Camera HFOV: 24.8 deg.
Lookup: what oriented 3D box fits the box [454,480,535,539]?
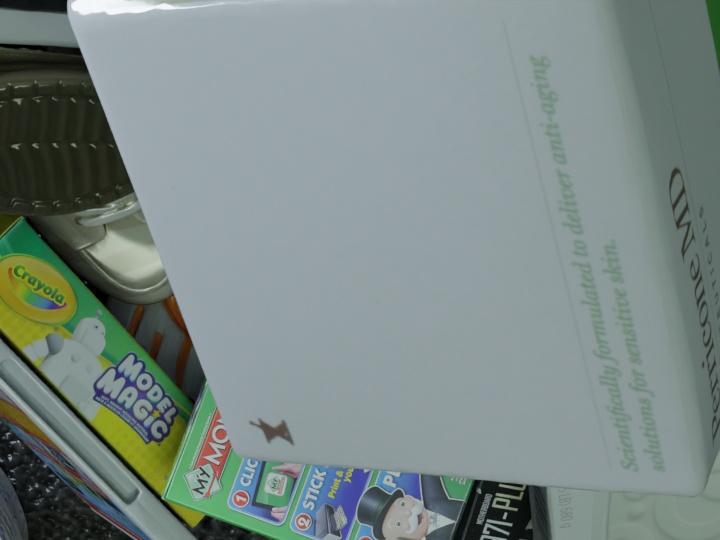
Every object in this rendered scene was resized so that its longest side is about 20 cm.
[{"bbox_3d":[0.143,0.069,0.883,0.163,0.086,0.201,10,114,-13],"label":"box"}]

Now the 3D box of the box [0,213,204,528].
[{"bbox_3d":[-0.152,0.034,0.807,0.048,0.117,0.200,-48,117,-15],"label":"box"}]

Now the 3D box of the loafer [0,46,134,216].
[{"bbox_3d":[-0.180,-0.067,0.719,0.199,0.068,0.076,-4,128,-20],"label":"loafer"}]

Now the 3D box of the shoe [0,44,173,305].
[{"bbox_3d":[-0.146,-0.063,0.783,0.070,0.053,0.200,-30,109,1],"label":"shoe"}]

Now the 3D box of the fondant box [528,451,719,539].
[{"bbox_3d":[0.183,0.083,0.816,0.199,0.058,0.145,-11,116,-4],"label":"fondant box"}]

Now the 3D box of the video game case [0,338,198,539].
[{"bbox_3d":[-0.168,0.066,0.812,0.017,0.143,0.200,-47,116,-16],"label":"video game case"}]

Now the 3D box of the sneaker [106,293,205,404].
[{"bbox_3d":[-0.041,0.057,0.860,0.199,0.077,0.079,26,71,-2],"label":"sneaker"}]

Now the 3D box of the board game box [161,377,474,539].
[{"bbox_3d":[0.005,0.034,0.763,0.134,0.029,0.201,21,86,-5],"label":"board game box"}]

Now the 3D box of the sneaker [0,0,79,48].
[{"bbox_3d":[-0.124,-0.152,0.708,0.199,0.073,0.112,-3,103,-43],"label":"sneaker"}]

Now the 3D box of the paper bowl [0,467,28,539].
[{"bbox_3d":[-0.278,0.172,0.864,0.200,0.104,0.202,-3,115,-7],"label":"paper bowl"}]

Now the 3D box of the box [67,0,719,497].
[{"bbox_3d":[0.040,-0.051,0.600,0.199,0.171,0.200,2,124,30],"label":"box"}]
